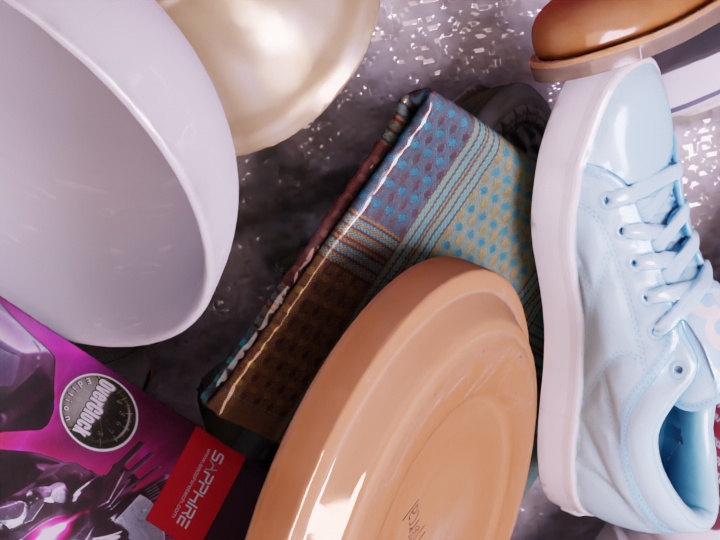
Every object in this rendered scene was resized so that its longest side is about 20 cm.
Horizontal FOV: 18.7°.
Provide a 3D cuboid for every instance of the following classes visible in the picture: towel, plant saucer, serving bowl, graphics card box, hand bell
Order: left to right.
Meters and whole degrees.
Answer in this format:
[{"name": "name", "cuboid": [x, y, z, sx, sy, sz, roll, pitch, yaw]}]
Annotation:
[{"name": "serving bowl", "cuboid": [-0.123, -0.063, 0.744, 0.199, 0.066, 0.201, 22, 147, 15]}, {"name": "graphics card box", "cuboid": [-0.117, 0.092, 0.777, 0.199, 0.126, 0.051, 34, 148, -7]}, {"name": "hand bell", "cuboid": [-0.087, -0.129, 0.739, 0.104, 0.104, 0.200, -39, 141, 11]}, {"name": "plant saucer", "cuboid": [0.016, 0.095, 0.793, 0.032, 0.200, 0.201, 18, 118, 24]}, {"name": "towel", "cuboid": [0.037, 0.023, 0.858, 0.147, 0.022, 0.200, -56, 141, 3]}]

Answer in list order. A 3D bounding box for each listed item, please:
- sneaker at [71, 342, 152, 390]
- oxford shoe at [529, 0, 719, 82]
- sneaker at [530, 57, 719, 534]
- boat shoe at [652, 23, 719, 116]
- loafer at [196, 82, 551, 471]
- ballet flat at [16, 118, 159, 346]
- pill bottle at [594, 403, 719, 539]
[{"name": "sneaker", "cuboid": [-0.166, -0.004, 0.851, 0.199, 0.076, 0.092, 21, 107, -19]}, {"name": "oxford shoe", "cuboid": [0.121, -0.136, 0.797, 0.200, 0.071, 0.072, -42, 117, -31]}, {"name": "sneaker", "cuboid": [0.117, 0.011, 0.837, 0.082, 0.074, 0.201, 16, 124, 33]}, {"name": "boat shoe", "cuboid": [0.199, -0.099, 0.863, 0.199, 0.071, 0.070, -28, 114, -2]}, {"name": "loafer", "cuboid": [0.000, 0.000, 0.875, 0.200, 0.070, 0.075, -51, 143, -2]}, {"name": "ballet flat", "cuboid": [-0.117, -0.062, 0.838, 0.070, 0.071, 0.201, -13, 118, -2]}, {"name": "pill bottle", "cuboid": [0.180, 0.066, 0.914, 0.113, 0.113, 0.201, 25, 110, -19]}]
